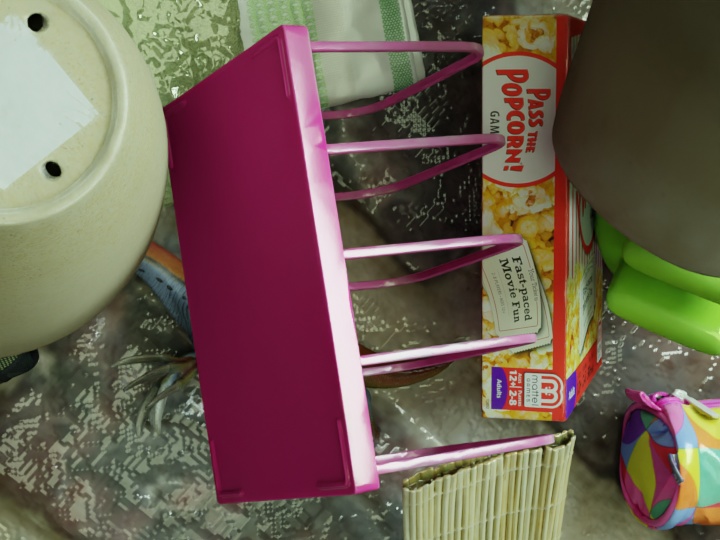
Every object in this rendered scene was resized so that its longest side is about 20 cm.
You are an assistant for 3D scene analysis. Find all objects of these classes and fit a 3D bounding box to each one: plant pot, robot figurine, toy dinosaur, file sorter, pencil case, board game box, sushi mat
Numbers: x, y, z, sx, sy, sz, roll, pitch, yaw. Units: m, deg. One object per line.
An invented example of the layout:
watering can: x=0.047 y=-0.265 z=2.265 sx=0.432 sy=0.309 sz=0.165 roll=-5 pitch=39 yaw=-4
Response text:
plant pot: x=0.175 y=-0.098 z=0.618 sx=0.199 sy=0.200 sz=0.174 roll=23 pitch=126 yaw=-15
robot figurine: x=0.203 y=-0.051 z=0.785 sx=0.115 sy=0.176 sz=0.200 roll=22 pitch=55 yaw=14
plant pot: x=-0.157 y=-0.057 z=0.600 sx=0.187 sy=0.200 sz=0.188 roll=1 pitch=86 yaw=-18
toy dinosaur: x=-0.073 y=0.038 z=0.793 sx=0.200 sy=0.105 sz=0.182 roll=-39 pitch=96 yaw=-40
file sorter: x=0.000 y=0.000 z=0.683 sx=0.125 sy=0.139 sz=0.201 roll=-6 pitch=83 yaw=-31
pencil case: x=0.254 y=0.110 z=0.858 sx=0.199 sy=0.088 sz=0.089 roll=0 pitch=97 yaw=-15
board game box: x=0.100 y=-0.034 z=0.766 sx=0.046 sy=0.151 sz=0.201 roll=1 pitch=98 yaw=16
sushi mat: x=0.069 y=0.160 z=0.792 sx=0.095 sy=0.012 sz=0.200 roll=-14 pitch=140 yaw=-9

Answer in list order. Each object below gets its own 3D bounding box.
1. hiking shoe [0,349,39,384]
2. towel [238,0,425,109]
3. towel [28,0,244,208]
hiking shoe: x=-0.220 y=0.049 z=0.721 sx=0.100 sy=0.076 sz=0.201 roll=19 pitch=104 yaw=4
towel: x=-0.070 y=-0.153 z=0.773 sx=0.199 sy=0.031 sz=0.150 roll=-13 pitch=99 yaw=-11
towel: x=-0.132 y=-0.126 z=0.736 sx=0.148 sy=0.036 sz=0.201 roll=-9 pitch=102 yaw=-11
